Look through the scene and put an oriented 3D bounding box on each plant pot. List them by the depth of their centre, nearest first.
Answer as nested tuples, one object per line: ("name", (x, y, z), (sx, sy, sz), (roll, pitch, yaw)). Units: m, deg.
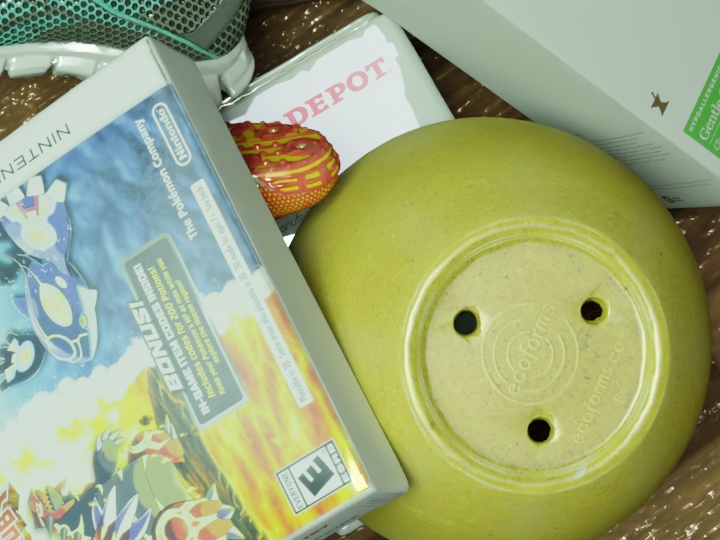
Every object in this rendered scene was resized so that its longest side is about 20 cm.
("plant pot", (0.061, 0.030, 0.650), (0.198, 0.142, 0.202), (0, 89, -3))

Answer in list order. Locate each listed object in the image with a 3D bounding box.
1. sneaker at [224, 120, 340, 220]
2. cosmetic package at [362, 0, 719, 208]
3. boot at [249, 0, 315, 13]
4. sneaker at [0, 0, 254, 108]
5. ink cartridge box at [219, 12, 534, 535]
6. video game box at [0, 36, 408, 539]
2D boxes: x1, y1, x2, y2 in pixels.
("sneaker", (-0.095, -0.011, 0.697), (0.198, 0.073, 0.078), (-19, 112, 18))
("cosmetic package", (0.109, -0.123, 0.730), (0.199, 0.085, 0.108), (31, 77, -24))
("boot", (-0.027, -0.217, 0.782), (0.198, 0.064, 0.189), (-2, 87, 3))
("sneaker", (-0.137, -0.131, 0.681), (0.198, 0.078, 0.092), (3, 127, -20))
("ink cartridge box", (0.000, 0.000, 0.762), (0.145, 0.088, 0.201), (-30, 91, -2))
("video game box", (-0.105, 0.041, 0.620), (0.181, 0.047, 0.201), (-33, 73, 16))
